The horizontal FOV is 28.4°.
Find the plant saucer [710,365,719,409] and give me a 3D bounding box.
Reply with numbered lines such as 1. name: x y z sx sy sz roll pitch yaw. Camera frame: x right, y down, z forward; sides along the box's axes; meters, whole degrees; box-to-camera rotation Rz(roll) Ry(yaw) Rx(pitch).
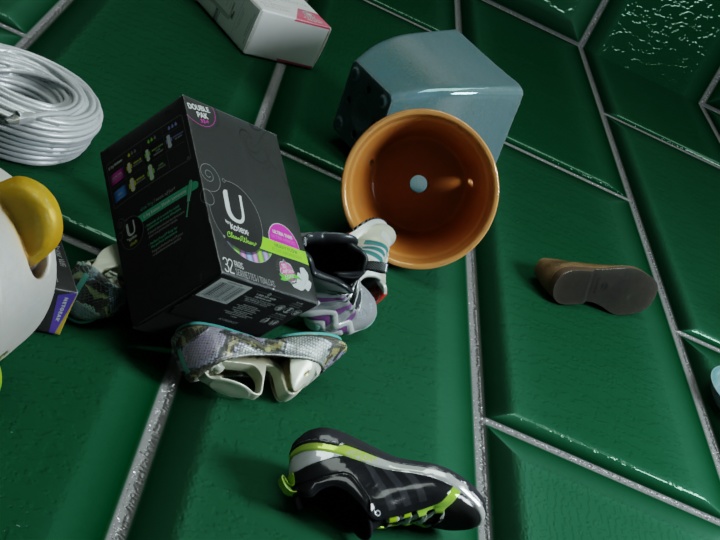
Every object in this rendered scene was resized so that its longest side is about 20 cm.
1. plant saucer: 0.549 0.197 1.896 0.199 0.027 0.200 22 23 -10

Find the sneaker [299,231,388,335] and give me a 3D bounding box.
1. sneaker: -0.017 0.012 1.501 0.200 0.140 0.078 22 62 -44

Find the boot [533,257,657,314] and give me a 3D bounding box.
1. boot: 0.331 0.013 2.000 0.199 0.074 0.075 9 19 -32

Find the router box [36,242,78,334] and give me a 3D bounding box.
1. router box: -0.367 -0.028 1.353 0.157 0.052 0.200 14 27 -30

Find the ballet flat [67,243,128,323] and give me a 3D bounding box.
1. ballet flat: -0.229 -0.003 1.428 0.074 0.074 0.200 31 23 8

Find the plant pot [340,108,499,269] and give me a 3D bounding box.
1. plant pot: 0.076 -0.110 1.842 0.199 0.201 0.140 26 8 -2

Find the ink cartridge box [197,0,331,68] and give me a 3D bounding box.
1. ink cartridge box: -0.162 -0.427 2.352 0.146 0.083 0.200 6 31 -39

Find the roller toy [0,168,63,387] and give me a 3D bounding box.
1. roller toy: -0.346 -0.001 1.149 0.182 0.201 0.140 23 22 6

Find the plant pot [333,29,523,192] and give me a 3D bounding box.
1. plant pot: 0.080 -0.230 2.083 0.199 0.196 0.196 -2 36 -35

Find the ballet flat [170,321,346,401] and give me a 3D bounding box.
1. ballet flat: -0.094 0.095 1.393 0.200 0.072 0.072 8 30 -38

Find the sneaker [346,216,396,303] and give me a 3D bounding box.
1. sneaker: 0.000 0.000 1.689 0.093 0.070 0.200 51 26 9

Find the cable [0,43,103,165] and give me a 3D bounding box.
1. cable: -0.397 -0.195 1.646 0.200 0.069 0.200 1 34 -47

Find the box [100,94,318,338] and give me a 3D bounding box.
1. box: -0.150 -0.043 1.399 0.148 0.124 0.201 21 47 -51

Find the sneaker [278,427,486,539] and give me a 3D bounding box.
1. sneaker: 0.018 0.212 1.279 0.199 0.072 0.083 20 48 -13
